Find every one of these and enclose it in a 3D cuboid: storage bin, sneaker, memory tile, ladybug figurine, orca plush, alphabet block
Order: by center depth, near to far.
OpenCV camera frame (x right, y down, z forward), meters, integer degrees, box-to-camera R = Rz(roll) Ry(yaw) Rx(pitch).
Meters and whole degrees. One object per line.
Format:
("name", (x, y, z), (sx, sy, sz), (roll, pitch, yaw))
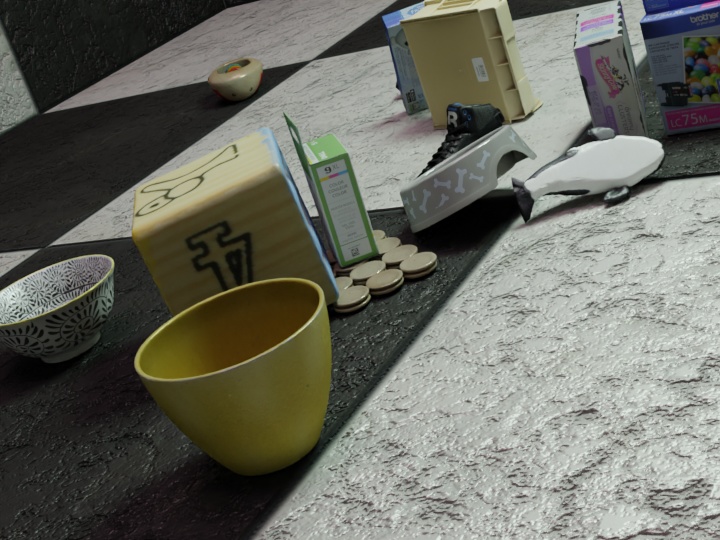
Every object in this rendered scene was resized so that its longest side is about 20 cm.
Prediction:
("alphabet block", (-0.159, -0.036, 1.527), (0.198, 0.198, 0.196), (-24, 21, 2))
("orca plush", (0.298, -0.113, 1.570), (0.198, 0.071, 0.106), (-30, 66, -1))
("memory tile", (0.000, 0.000, 1.578), (0.152, 0.017, 0.200), (-27, 23, -17))
("sneaker", (0.129, -0.182, 1.772), (0.199, 0.113, 0.073), (-31, 23, -27))
("storage bin", (0.189, -0.351, 2.008), (0.197, 0.202, 0.094), (2, 30, 42))
("ladybug figurine", (-0.289, -0.447, 2.832), (0.134, 0.073, 0.200), (-19, 21, -1))

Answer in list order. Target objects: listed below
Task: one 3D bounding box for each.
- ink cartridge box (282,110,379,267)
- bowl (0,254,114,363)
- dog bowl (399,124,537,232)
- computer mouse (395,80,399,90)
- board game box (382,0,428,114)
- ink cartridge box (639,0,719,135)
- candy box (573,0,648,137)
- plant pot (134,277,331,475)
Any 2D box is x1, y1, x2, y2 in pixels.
("ink cartridge box", (-0.038, -0.117, 1.590), (0.059, 0.202, 0.104), (-20, 22, -5))
("bowl", (-0.417, 0.066, 1.669), (0.198, 0.095, 0.201), (-17, 21, 7))
("dog bowl", (0.139, -0.127, 1.628), (0.198, 0.059, 0.200), (-31, 5, 3))
("computer mouse", (0.161, -0.381, 2.353), (0.197, 0.035, 0.059), (-18, 4, -10))
("board game box", (0.153, -0.398, 2.161), (0.196, 0.201, 0.044), (-19, 47, -1))
("ink cartridge box", (0.451, -0.288, 1.629), (0.118, 0.202, 0.042), (-5, 23, 32))
("candy box", (0.358, -0.273, 1.719), (0.071, 0.170, 0.200), (-12, 22, 17))
("plant pot", (-0.108, 0.118, 1.208), (0.197, 0.144, 0.200), (-17, 21, 7))
